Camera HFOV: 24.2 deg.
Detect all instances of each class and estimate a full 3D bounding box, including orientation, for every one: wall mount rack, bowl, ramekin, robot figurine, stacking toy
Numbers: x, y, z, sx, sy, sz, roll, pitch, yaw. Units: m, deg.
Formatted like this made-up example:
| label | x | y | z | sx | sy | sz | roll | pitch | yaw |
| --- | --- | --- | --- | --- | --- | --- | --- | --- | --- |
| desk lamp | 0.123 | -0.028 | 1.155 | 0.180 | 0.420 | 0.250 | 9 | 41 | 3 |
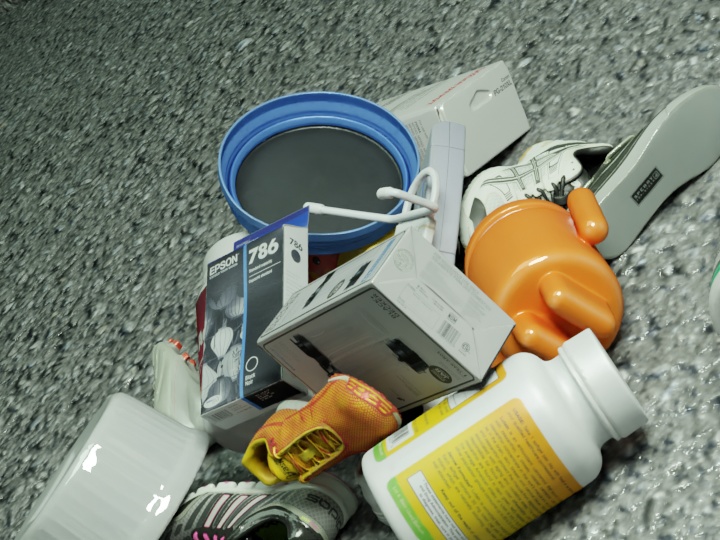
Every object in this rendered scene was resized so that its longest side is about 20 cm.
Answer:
| label | x | y | z | sx | sy | sz | roll | pitch | yaw |
| --- | --- | --- | --- | --- | --- | --- | --- | --- | --- |
| wall mount rack | 0.000 | 0.000 | 1.469 | 0.174 | 0.074 | 0.201 | -11 | 63 | 66 |
| bowl | -0.041 | -0.095 | 1.653 | 0.199 | 0.040 | 0.202 | 0 | 49 | 0 |
| ramekin | -0.230 | 0.208 | 1.510 | 0.201 | 0.097 | 0.201 | -54 | 7 | 10 |
| robot figurine | 0.149 | 0.013 | 1.406 | 0.116 | 0.145 | 0.200 | -8 | 25 | -5 |
| stacking toy | 0.006 | -0.017 | 1.669 | 0.146 | 0.146 | 0.200 | -43 | 40 | -13 |

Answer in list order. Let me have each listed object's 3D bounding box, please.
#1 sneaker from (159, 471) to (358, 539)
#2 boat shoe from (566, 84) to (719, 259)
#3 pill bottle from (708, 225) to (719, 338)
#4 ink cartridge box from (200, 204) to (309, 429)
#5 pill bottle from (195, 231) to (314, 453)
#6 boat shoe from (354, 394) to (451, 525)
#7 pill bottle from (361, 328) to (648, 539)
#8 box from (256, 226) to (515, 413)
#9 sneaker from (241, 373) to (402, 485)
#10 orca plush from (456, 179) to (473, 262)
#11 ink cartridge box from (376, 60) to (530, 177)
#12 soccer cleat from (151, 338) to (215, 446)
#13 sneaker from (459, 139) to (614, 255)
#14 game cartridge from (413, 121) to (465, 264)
| label | x | y | z | sx | sy | sz | roll | pitch | yaw |
| --- | --- | --- | --- | --- | --- | --- | --- | --- | --- |
| sneaker | -0.099 | 0.228 | 1.411 | 0.199 | 0.074 | 0.088 | -17 | 25 | 29 |
| boat shoe | 0.254 | -0.095 | 1.509 | 0.200 | 0.071 | 0.064 | -44 | 26 | -11 |
| pill bottle | 0.324 | -0.029 | 1.248 | 0.113 | 0.113 | 0.201 | -21 | 29 | 31 |
| ink cartridge box | -0.092 | 0.033 | 1.482 | 0.099 | 0.039 | 0.201 | -26 | 48 | 32 |
| pill bottle | -0.099 | 0.064 | 1.594 | 0.114 | 0.114 | 0.201 | -28 | 42 | 18 |
| boat shoe | 0.047 | 0.122 | 1.408 | 0.072 | 0.069 | 0.200 | -12 | 34 | 43 |
| pill bottle | 0.110 | 0.132 | 1.254 | 0.199 | 0.111 | 0.111 | -34 | 25 | 7 |
| box | 0.015 | 0.049 | 1.301 | 0.060 | 0.117 | 0.200 | -55 | 13 | -30 |
| sneaker | -0.029 | 0.136 | 1.331 | 0.077 | 0.073 | 0.200 | -53 | 9 | -30 |
| orca plush | 0.105 | -0.041 | 1.613 | 0.105 | 0.071 | 0.201 | -19 | 30 | 34 |
| ink cartridge box | 0.060 | -0.140 | 1.792 | 0.199 | 0.085 | 0.145 | -14 | 16 | 41 |
| soccer cleat | -0.189 | 0.129 | 1.718 | 0.078 | 0.069 | 0.200 | -42 | 28 | -4 |
| sneaker | 0.167 | -0.072 | 1.547 | 0.087 | 0.076 | 0.200 | -3 | 28 | 42 |
| game cartridge | 0.067 | -0.031 | 1.542 | 0.041 | 0.134 | 0.201 | 6 | 55 | 1 |
